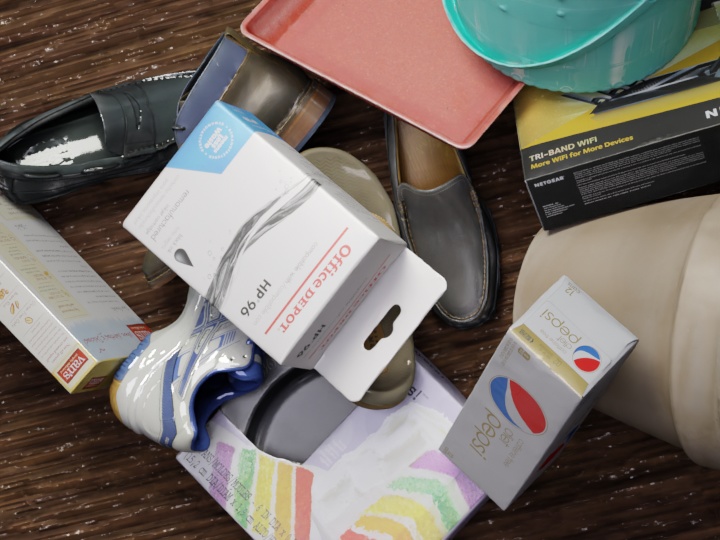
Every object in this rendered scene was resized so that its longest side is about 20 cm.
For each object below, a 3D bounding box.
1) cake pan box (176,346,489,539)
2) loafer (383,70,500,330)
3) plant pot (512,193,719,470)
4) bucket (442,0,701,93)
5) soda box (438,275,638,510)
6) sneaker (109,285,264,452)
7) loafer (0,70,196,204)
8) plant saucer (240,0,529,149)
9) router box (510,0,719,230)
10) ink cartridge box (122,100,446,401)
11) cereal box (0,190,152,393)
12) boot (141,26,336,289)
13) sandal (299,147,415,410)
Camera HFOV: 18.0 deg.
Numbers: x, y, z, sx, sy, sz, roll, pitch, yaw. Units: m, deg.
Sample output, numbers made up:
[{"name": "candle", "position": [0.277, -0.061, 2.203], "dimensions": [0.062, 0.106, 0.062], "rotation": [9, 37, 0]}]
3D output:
[{"name": "cake pan box", "position": [-0.010, 0.137, 1.680], "dimensions": [0.184, 0.052, 0.200], "rotation": [-45, 79, 4]}, {"name": "loafer", "position": [0.053, -0.054, 1.665], "dimensions": [0.073, 0.072, 0.200], "rotation": [-17, 84, 9]}, {"name": "plant pot", "position": [0.207, 0.030, 1.583], "dimensions": [0.173, 0.200, 0.200], "rotation": [9, 89, 28]}, {"name": "bucket", "position": [0.149, -0.231, 1.564], "dimensions": [0.207, 0.135, 0.207], "rotation": [-2, 55, 3]}, {"name": "soda box", "position": [0.117, 0.086, 1.541], "dimensions": [0.068, 0.200, 0.064], "rotation": [42, 61, 11]}, {"name": "sneaker", "position": [-0.092, 0.047, 1.662], "dimensions": [0.088, 0.075, 0.200], "rotation": [30, 80, 26]}, {"name": "loafer", "position": [-0.182, -0.105, 1.706], "dimensions": [0.200, 0.070, 0.068], "rotation": [-20, 73, -3]}, {"name": "plant saucer", "position": [0.049, -0.185, 1.642], "dimensions": [0.200, 0.037, 0.200], "rotation": [30, 62, 20]}, {"name": "router box", "position": [0.209, -0.121, 1.600], "dimensions": [0.200, 0.052, 0.157], "rotation": [-16, 40, 10]}, {"name": "ink cartridge box", "position": [-0.052, -0.012, 1.590], "dimensions": [0.200, 0.068, 0.116], "rotation": [40, 98, 18]}, {"name": "cereal box", "position": [-0.243, 0.007, 1.686], "dimensions": [0.200, 0.144, 0.040], "rotation": [46, 102, 11]}, {"name": "boot", "position": [-0.118, -0.085, 1.685], "dimensions": [0.097, 0.075, 0.200], "rotation": [40, 96, -13]}, {"name": "sandal", "position": [0.000, 0.000, 1.636], "dimensions": [0.080, 0.054, 0.200], "rotation": [-8, 72, -15]}]
